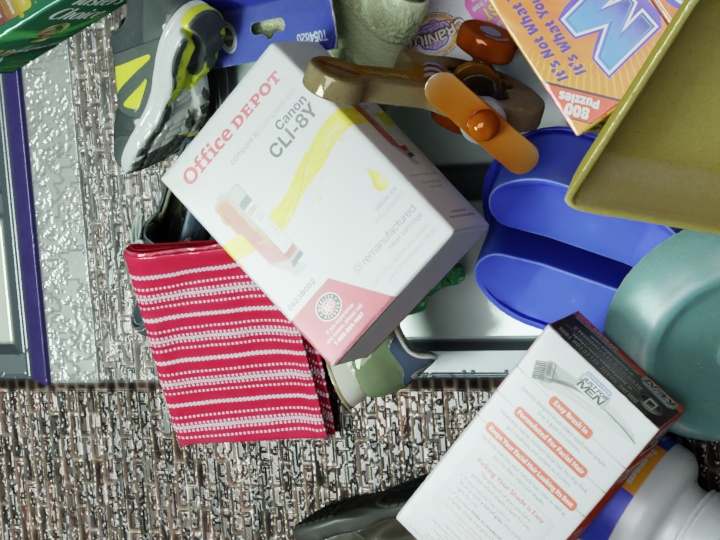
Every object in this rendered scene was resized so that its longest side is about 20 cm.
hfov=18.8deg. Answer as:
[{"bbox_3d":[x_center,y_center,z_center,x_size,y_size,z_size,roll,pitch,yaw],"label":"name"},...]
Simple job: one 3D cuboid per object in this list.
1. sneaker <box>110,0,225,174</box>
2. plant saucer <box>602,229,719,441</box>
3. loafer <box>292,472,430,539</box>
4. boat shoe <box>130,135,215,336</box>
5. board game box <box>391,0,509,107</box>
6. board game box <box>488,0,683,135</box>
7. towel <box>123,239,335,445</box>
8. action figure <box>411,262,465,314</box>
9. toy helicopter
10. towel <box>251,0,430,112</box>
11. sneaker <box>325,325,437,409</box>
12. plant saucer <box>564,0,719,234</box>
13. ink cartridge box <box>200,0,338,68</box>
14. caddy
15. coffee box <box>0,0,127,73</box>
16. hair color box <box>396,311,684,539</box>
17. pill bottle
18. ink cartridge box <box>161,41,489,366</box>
[{"bbox_3d":[-0.168,-0.164,1.779,0.085,0.074,0.201,48,138,19],"label":"sneaker"},{"bbox_3d":[0.277,0.052,1.584,0.198,0.036,0.201,-3,122,-4],"label":"plant saucer"},{"bbox_3d":[0.035,0.212,1.760,0.199,0.073,0.072,-18,98,43],"label":"loafer"},{"bbox_3d":[-0.154,-0.026,1.795,0.201,0.061,0.075,-59,41,32],"label":"boat shoe"},{"bbox_3d":[0.052,-0.251,1.700,0.152,0.040,0.201,-25,87,26],"label":"board game box"},{"bbox_3d":[0.207,-0.240,1.542,0.199,0.200,0.201,-36,83,24],"label":"board game box"},{"bbox_3d":[-0.106,0.059,1.775,0.143,0.023,0.201,-3,122,15],"label":"towel"},{"bbox_3d":[-0.009,-0.005,1.759,0.199,0.055,0.119,7,99,24],"label":"action figure"},{"bbox_3d":[0.050,-0.126,1.587,0.132,0.199,0.079,50,128,46],"label":"toy helicopter"},{"bbox_3d":[-0.032,-0.218,1.705,0.200,0.036,0.149,45,136,25],"label":"towel"},{"bbox_3d":[0.000,0.000,1.702,0.089,0.067,0.202,-18,89,9],"label":"sneaker"},{"bbox_3d":[0.256,-0.111,1.451,0.049,0.198,0.201,-104,32,-40],"label":"plant saucer"},{"bbox_3d":[-0.096,-0.263,1.700,0.199,0.040,0.202,-2,98,56],"label":"ink cartridge box"},{"bbox_3d":[0.180,-0.026,1.642,0.199,0.105,0.142,20,126,13],"label":"caddy"},{"bbox_3d":[-0.257,-0.222,1.802,0.199,0.123,0.044,-27,85,24],"label":"coffee box"},{"bbox_3d":[0.130,0.142,1.589,0.111,0.064,0.200,43,116,14],"label":"hair color box"},{"bbox_3d":[0.188,0.162,1.662,0.199,0.112,0.113,32,110,17],"label":"pill bottle"},{"bbox_3d":[-0.028,-0.052,1.616,0.200,0.083,0.145,47,110,13],"label":"ink cartridge box"}]
